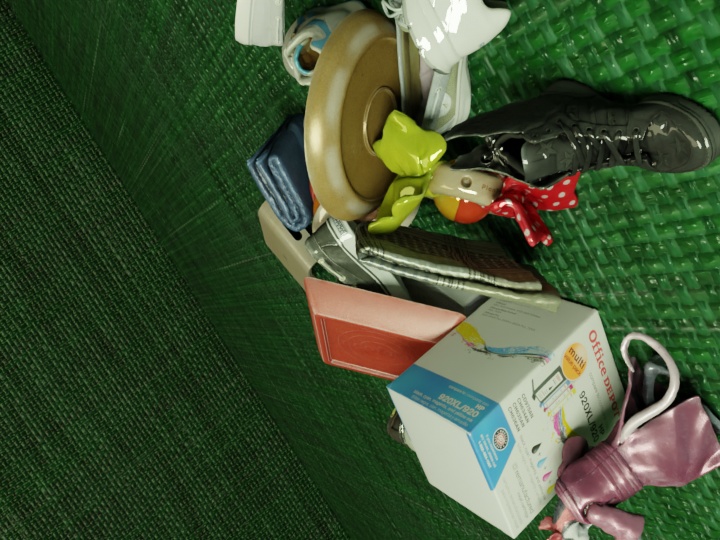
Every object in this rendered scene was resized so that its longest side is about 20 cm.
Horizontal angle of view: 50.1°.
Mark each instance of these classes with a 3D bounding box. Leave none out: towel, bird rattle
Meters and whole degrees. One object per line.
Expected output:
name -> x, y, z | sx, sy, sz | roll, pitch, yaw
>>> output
towel -> 0.090, -0.013, 0.764 | 0.195, 0.035, 0.193 | 14, -171, -2
towel -> -0.086, -0.134, 1.024 | 0.113, 0.048, 0.201 | 62, -161, -20
bird rattle -> 0.107, -0.084, 0.739 | 0.163, 0.195, 0.116 | -23, -62, -82

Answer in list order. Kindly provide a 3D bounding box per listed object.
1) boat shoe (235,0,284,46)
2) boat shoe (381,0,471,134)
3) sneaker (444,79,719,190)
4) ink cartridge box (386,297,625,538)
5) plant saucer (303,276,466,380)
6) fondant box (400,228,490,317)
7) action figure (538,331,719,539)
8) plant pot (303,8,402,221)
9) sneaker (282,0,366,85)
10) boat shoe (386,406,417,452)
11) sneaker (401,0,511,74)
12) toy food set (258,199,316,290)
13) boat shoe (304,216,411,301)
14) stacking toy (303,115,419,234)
boat shoe -> -0.092, -0.316, 0.809 | 0.202, 0.067, 0.073 | 109, 164, -50
boat shoe -> 0.059, -0.209, 0.714 | 0.074, 0.064, 0.204 | 39, 154, 35
sneaker -> 0.164, -0.096, 0.596 | 0.199, 0.103, 0.061 | 31, 149, 48
ink cartridge box -> 0.161, 0.140, 0.828 | 0.144, 0.199, 0.149 | 16, 138, 56
plant saucer -> 0.026, 0.089, 0.958 | 0.195, 0.037, 0.201 | 13, 152, 9
fondant box -> 0.115, 0.063, 1.020 | 0.144, 0.058, 0.202 | 38, 155, 40
action figure -> 0.241, 0.185, 0.711 | 0.149, 0.199, 0.134 | 49, 180, -43
plant pot -> 0.011, -0.147, 0.753 | 0.027, 0.201, 0.203 | 14, 141, 28
sneaker -> -0.055, -0.254, 0.884 | 0.077, 0.080, 0.199 | 59, 161, -17
boat shoe -> 0.115, 0.141, 0.927 | 0.060, 0.199, 0.073 | 6, 123, 56
sneaker -> 0.052, -0.263, 0.610 | 0.202, 0.086, 0.075 | 58, -160, -23
toy food set -> -0.113, -0.041, 1.393 | 0.144, 0.060, 0.201 | 49, 167, 15
boat shoe -> 0.000, 0.000, 0.929 | 0.200, 0.063, 0.071 | 45, -166, -48
stacking toy -> -0.021, -0.133, 0.977 | 0.147, 0.143, 0.202 | 87, 161, -55
